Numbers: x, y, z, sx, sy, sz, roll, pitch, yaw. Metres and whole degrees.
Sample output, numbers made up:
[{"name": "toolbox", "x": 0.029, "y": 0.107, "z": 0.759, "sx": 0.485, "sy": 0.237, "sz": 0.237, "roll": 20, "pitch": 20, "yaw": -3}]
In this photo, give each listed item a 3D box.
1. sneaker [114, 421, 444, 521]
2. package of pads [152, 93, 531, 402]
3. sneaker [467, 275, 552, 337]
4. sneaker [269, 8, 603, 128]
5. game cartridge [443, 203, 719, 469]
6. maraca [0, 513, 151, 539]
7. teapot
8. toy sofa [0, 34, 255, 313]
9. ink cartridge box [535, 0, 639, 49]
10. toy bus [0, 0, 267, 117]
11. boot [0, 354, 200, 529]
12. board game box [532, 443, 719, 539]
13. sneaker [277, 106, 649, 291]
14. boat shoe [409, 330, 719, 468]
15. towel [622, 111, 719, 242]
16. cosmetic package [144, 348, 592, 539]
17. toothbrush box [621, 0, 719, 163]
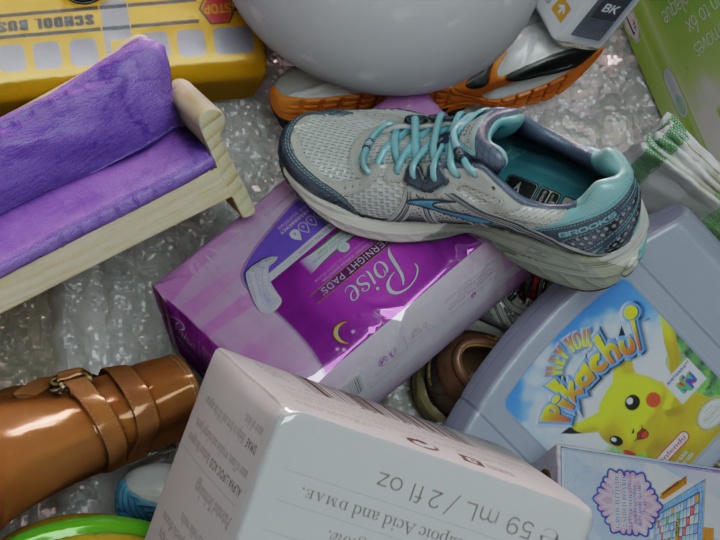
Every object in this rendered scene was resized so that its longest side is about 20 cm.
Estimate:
[{"name": "sneaker", "x": -0.037, "y": 0.119, "z": 1.502, "sx": 0.199, "sy": 0.077, "sz": 0.081, "roll": 5, "pitch": 66, "yaw": -17}, {"name": "package of pads", "x": 0.000, "y": 0.000, "z": 1.485, "sx": 0.200, "sy": 0.076, "sz": 0.120, "roll": -39, "pitch": 62, "yaw": -17}, {"name": "sneaker", "x": 0.121, "y": 0.011, "z": 1.552, "sx": 0.199, "sy": 0.082, "sz": 0.078, "roll": 22, "pitch": 73, "yaw": -3}, {"name": "sneaker", "x": 0.034, "y": -0.132, "z": 1.582, "sx": 0.199, "sy": 0.076, "sz": 0.092, "roll": -14, "pitch": 69, "yaw": -21}, {"name": "game cartridge", "x": 0.136, "y": 0.068, "z": 1.489, "sx": 0.133, "sy": 0.040, "sz": 0.200, "roll": 44, "pitch": 87, "yaw": -14}, {"name": "maraca", "x": -0.124, "y": 0.188, "z": 1.441, "sx": 0.199, "sy": 0.107, "sz": 0.138, "roll": 4, "pitch": 120, "yaw": -24}, {"name": "teapot", "x": 0.017, "y": -0.203, "z": 1.478, "sx": 0.197, "sy": 0.146, "sz": 0.200, "roll": 43, "pitch": 56, "yaw": 14}, {"name": "toy sofa", "x": -0.166, "y": -0.038, "z": 1.467, "sx": 0.199, "sy": 0.083, "sz": 0.098, "roll": -27, "pitch": 111, "yaw": -8}, {"name": "ink cartridge box", "x": 0.134, "y": -0.263, "z": 1.537, "sx": 0.043, "sy": 0.200, "sz": 0.199, "roll": 2, "pitch": 50, "yaw": -39}, {"name": "toy bus", "x": -0.118, "y": -0.134, "z": 1.542, "sx": 0.199, "sy": 0.065, "sz": 0.079, "roll": -7, "pitch": 78, "yaw": -14}, {"name": "boot", "x": -0.153, "y": 0.093, "z": 1.411, "sx": 0.154, "sy": 0.200, "sz": 0.077, "roll": -15, "pitch": 92, "yaw": -8}, {"name": "board game box", "x": 0.185, "y": 0.202, "z": 1.438, "sx": 0.198, "sy": 0.041, "sz": 0.201, "roll": 10, "pitch": 65, "yaw": -16}, {"name": "sneaker", "x": 0.054, "y": -0.058, "z": 1.421, "sx": 0.199, "sy": 0.086, "sz": 0.078, "roll": 13, "pitch": 61, "yaw": 10}, {"name": "boat shoe", "x": 0.124, "y": 0.093, "z": 1.542, "sx": 0.199, "sy": 0.068, "sz": 0.072, "roll": 27, "pitch": 72, "yaw": -6}, {"name": "towel", "x": 0.217, "y": 0.000, "z": 1.544, "sx": 0.200, "sy": 0.149, "sz": 0.031, "roll": 38, "pitch": 69, "yaw": -3}, {"name": "cosmetic package", "x": -0.016, "y": 0.166, "z": 1.321, "sx": 0.164, "sy": 0.165, "sz": 0.201, "roll": 19, "pitch": 93, "yaw": -16}, {"name": "toothbrush box", "x": 0.236, "y": -0.104, "z": 1.574, "sx": 0.086, "sy": 0.146, "sz": 0.201, "roll": -21, "pitch": 83, "yaw": -17}]
